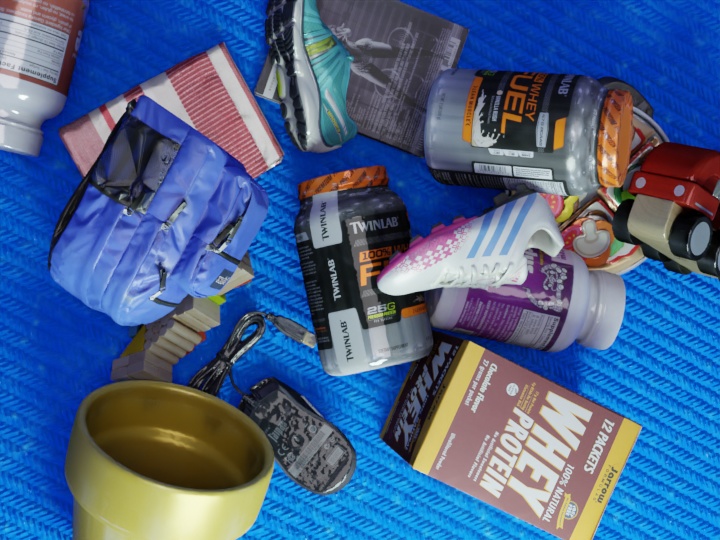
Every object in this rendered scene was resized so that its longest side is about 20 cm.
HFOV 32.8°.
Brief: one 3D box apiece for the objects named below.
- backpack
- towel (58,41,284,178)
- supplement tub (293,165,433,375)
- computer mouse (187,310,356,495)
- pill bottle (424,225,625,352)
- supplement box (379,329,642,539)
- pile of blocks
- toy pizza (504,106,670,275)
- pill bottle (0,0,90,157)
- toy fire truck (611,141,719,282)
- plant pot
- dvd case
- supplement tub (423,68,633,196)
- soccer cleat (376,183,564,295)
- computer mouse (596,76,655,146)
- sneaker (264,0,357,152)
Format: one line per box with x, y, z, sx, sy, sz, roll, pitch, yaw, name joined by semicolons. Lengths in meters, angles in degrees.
-0.198;-0.041;1.186;0.167;0.162;0.201;34;90;13;backpack
-0.197;-0.132;1.291;0.199;0.023;0.145;-30;95;-8;towel
0.000;0.000;1.268;0.121;0.122;0.202;-12;90;-8;supplement tub
-0.073;0.135;1.304;0.199;0.046;0.141;33;89;3;computer mouse
0.175;0.024;1.302;0.198;0.112;0.114;12;89;-9;pill bottle
0.146;0.166;1.256;0.196;0.200;0.134;26;87;-8;supplement box
-0.183;0.043;1.285;0.200;0.082;0.062;-48;140;4;pile of blocks
0.256;-0.086;1.336;0.198;0.032;0.203;-1;101;-5;toy pizza
-0.340;-0.221;1.223;0.111;0.112;0.202;14;89;-8;pill bottle
0.383;-0.096;1.290;0.175;0.128;0.202;23;86;-45;toy fire truck
-0.204;0.240;1.212;0.199;0.201;0.191;17;109;-8;plant pot
0.002;-0.226;1.321;0.198;0.016;0.150;20;89;-9;dvd case
0.174;-0.142;1.259;0.198;0.122;0.124;6;90;20;supplement tub
0.113;-0.012;1.203;0.199;0.070;0.087;-28;77;-18;soccer cleat
0.320;-0.134;1.367;0.058;0.034;0.201;-38;103;3;computer mouse
-0.050;-0.225;1.281;0.079;0.077;0.202;-12;98;-26;sneaker
